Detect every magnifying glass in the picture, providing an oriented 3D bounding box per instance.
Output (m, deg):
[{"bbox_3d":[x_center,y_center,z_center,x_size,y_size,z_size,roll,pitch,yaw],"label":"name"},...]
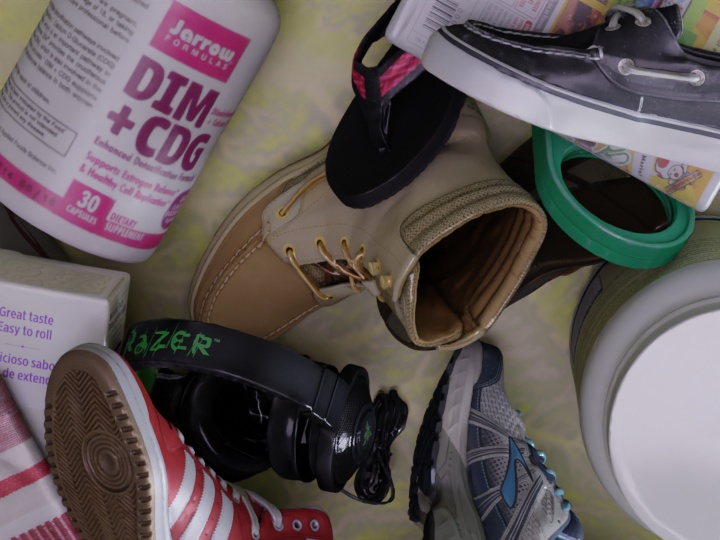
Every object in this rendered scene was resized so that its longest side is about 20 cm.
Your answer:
[{"bbox_3d":[0.105,-0.079,1.047,0.079,0.201,0.022,-4,137,-31],"label":"magnifying glass"}]

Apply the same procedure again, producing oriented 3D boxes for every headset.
[{"bbox_3d":[-0.040,0.067,1.076,0.123,0.200,0.095,0,62,38],"label":"headset"}]

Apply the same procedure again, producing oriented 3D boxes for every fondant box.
[{"bbox_3d":[-0.205,0.090,1.059,0.143,0.058,0.202,10,104,4],"label":"fondant box"}]

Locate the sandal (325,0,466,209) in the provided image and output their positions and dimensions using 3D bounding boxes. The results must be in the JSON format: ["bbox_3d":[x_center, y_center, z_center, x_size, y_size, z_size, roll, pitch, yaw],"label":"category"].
[{"bbox_3d":[0.032,-0.122,1.054,0.045,0.075,0.201,43,70,-40],"label":"sandal"}]

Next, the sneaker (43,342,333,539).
[{"bbox_3d":[-0.082,0.113,1.031,0.071,0.112,0.201,-3,112,42],"label":"sneaker"}]

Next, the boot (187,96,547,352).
[{"bbox_3d":[0.000,0.000,1.064,0.200,0.156,0.073,-39,123,8],"label":"boot"}]

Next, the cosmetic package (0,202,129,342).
[{"bbox_3d":[-0.193,0.045,1.122,0.103,0.087,0.200,-37,98,13],"label":"cosmetic package"}]

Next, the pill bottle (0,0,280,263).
[{"bbox_3d":[-0.112,-0.116,1.072,0.113,0.113,0.201,30,101,-3],"label":"pill bottle"}]

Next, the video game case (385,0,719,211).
[{"bbox_3d":[0.135,-0.157,0.985,0.181,0.023,0.201,28,105,0],"label":"video game case"}]

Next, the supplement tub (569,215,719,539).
[{"bbox_3d":[0.181,0.057,1.044,0.144,0.200,0.146,1,101,4],"label":"supplement tub"}]

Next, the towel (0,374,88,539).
[{"bbox_3d":[-0.197,0.166,1.039,0.143,0.023,0.201,-25,103,10],"label":"towel"}]

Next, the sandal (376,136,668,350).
[{"bbox_3d":[0.098,-0.020,1.108,0.200,0.054,0.082,-37,71,24],"label":"sandal"}]

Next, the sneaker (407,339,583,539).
[{"bbox_3d":[0.072,0.125,1.084,0.086,0.201,0.078,12,138,-7],"label":"sneaker"}]

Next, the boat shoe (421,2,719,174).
[{"bbox_3d":[0.130,-0.093,0.952,0.198,0.072,0.068,16,107,0],"label":"boat shoe"}]
